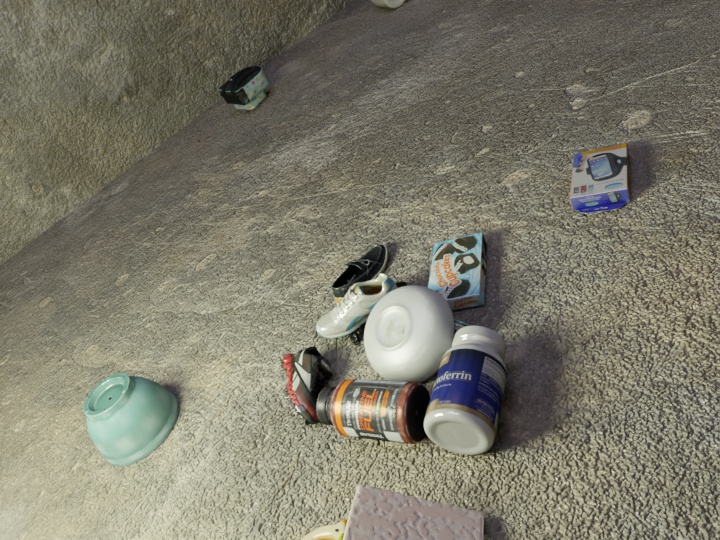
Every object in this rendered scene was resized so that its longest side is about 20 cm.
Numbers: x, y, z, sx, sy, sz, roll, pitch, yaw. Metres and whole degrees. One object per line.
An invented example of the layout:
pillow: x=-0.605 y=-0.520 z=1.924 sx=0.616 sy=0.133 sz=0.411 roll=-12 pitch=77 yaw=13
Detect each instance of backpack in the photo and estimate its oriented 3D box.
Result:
backpack: x=-0.511 y=-0.828 z=2.824 sx=0.176 sy=0.153 sz=0.200 roll=14 pitch=63 yaw=42

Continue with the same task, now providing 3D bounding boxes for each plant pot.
plant pot: x=-0.533 y=0.317 z=1.408 sx=0.200 sy=0.134 sz=0.200 roll=-19 pitch=36 yaw=14

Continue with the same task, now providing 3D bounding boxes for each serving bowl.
serving bowl: x=0.080 y=0.117 z=1.206 sx=0.200 sy=0.066 sz=0.200 roll=-18 pitch=60 yaw=34

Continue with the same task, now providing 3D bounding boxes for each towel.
towel: x=0.070 y=0.395 z=0.859 sx=0.200 sy=0.032 sz=0.191 roll=12 pitch=30 yaw=6

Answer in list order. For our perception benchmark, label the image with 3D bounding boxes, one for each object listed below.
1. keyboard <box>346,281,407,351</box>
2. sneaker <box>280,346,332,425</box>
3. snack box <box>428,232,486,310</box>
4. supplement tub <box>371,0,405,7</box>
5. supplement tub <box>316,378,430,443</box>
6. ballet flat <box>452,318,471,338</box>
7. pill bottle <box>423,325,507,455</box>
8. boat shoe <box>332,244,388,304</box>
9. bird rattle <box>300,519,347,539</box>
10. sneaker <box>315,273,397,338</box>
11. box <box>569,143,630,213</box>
keyboard: x=0.037 y=0.105 z=1.366 sx=0.127 sy=0.021 sz=0.200 roll=-12 pitch=37 yaw=22
sneaker: x=-0.103 y=0.225 z=1.267 sx=0.098 sy=0.071 sz=0.201 roll=-29 pitch=33 yaw=5
snack box: x=0.210 y=0.004 z=1.351 sx=0.116 sy=0.037 sz=0.200 roll=-13 pitch=38 yaw=23
supplement tub: x=0.128 y=-1.368 z=3.054 sx=0.145 sy=0.145 sz=0.200 roll=-35 pitch=35 yaw=-7
supplement tub: x=0.020 y=0.249 z=1.120 sx=0.200 sy=0.107 sz=0.107 roll=-4 pitch=42 yaw=33
ballet flat: x=0.136 y=0.111 z=1.251 sx=0.072 sy=0.072 sz=0.200 roll=-43 pitch=36 yaw=-19
pill bottle: x=0.184 y=0.197 z=1.057 sx=0.116 sy=0.116 sz=0.200 roll=-6 pitch=40 yaw=30
boat shoe: x=0.000 y=0.000 z=1.488 sx=0.075 sy=0.062 sz=0.200 roll=8 pitch=48 yaw=44
bird rattle: x=-0.062 y=0.467 z=0.944 sx=0.200 sy=0.113 sz=0.163 roll=-37 pitch=21 yaw=12
sneaker: x=-0.013 y=0.075 z=1.351 sx=0.200 sy=0.081 sz=0.077 roll=-29 pitch=37 yaw=2
box: x=0.530 y=-0.202 z=1.380 sx=0.119 sy=0.042 sz=0.200 roll=-8 pitch=38 yaw=28
